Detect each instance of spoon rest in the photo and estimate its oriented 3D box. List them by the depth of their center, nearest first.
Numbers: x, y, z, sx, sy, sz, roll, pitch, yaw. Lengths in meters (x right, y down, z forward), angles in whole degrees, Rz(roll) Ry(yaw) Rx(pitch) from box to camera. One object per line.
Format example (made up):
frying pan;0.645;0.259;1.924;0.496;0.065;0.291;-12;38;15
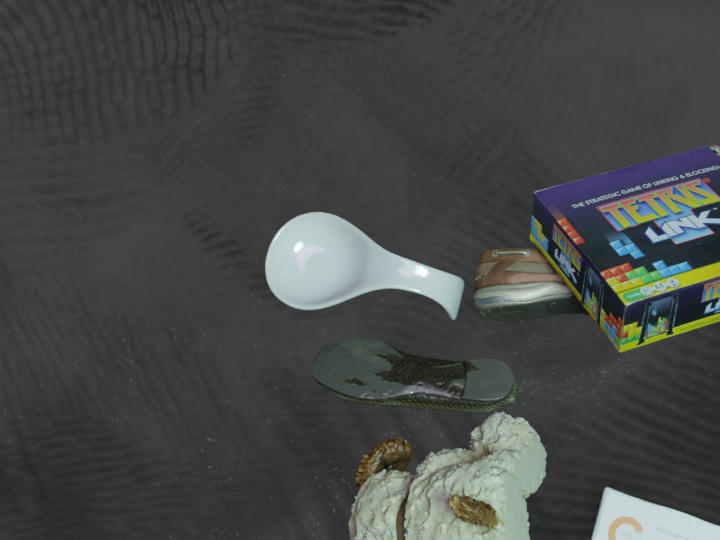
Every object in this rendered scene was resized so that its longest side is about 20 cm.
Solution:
spoon rest;0.000;0.000;1.006;0.197;0.061;0.101;12;75;14

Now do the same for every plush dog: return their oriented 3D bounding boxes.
plush dog;0.063;0.225;0.891;0.170;0.160;0.203;-18;66;33

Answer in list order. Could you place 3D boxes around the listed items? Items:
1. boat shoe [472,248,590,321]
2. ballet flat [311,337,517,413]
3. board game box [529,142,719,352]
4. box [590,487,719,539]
boat shoe;0.200;0.001;0.958;0.196;0.076;0.073;-3;70;9
ballet flat;0.050;0.104;0.975;0.197;0.047;0.068;3;59;16
board game box;0.271;-0.027;0.896;0.197;0.057;0.166;-15;42;-13
box;0.231;0.297;0.845;0.123;0.098;0.203;16;77;16
